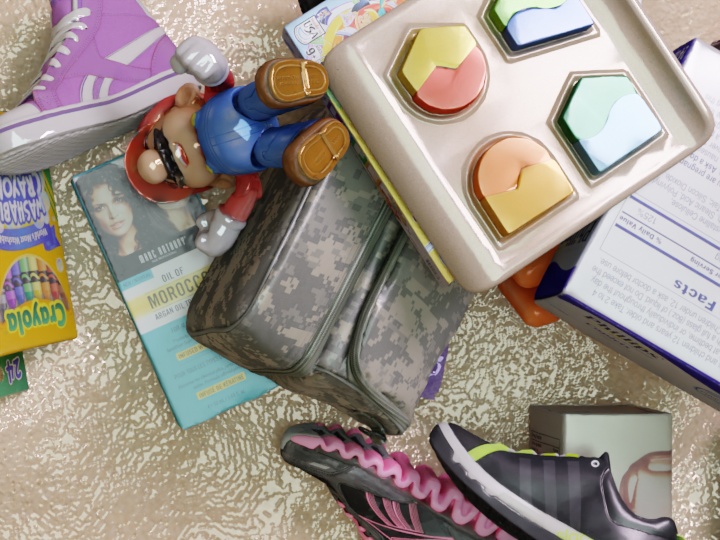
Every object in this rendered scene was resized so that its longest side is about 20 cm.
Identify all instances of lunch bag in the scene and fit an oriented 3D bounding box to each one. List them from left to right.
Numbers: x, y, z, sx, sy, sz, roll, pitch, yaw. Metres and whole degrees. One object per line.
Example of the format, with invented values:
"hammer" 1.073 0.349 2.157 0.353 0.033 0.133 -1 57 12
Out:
"lunch bag" 0.000 0.000 1.316 0.167 0.139 0.201 32 74 -20

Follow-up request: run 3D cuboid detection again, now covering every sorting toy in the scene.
"sorting toy" 0.103 -0.113 1.206 0.200 0.036 0.186 -33 89 -6

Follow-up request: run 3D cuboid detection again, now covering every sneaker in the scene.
"sneaker" -0.211 -0.141 1.316 0.200 0.073 0.115 -32 91 -52
"sneaker" 0.022 0.184 1.389 0.199 0.079 0.096 27 97 -7
"sneaker" 0.141 0.157 1.318 0.200 0.072 0.083 35 78 19

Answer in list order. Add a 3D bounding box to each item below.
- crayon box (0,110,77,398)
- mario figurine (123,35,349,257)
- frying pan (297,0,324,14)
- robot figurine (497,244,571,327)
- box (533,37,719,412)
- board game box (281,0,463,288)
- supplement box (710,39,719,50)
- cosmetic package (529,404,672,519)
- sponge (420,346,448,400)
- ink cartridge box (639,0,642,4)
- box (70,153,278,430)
"crayon box" -0.256 -0.010 1.310 0.051 0.126 0.201 -8 92 18
"mario figurine" -0.101 -0.081 1.255 0.106 0.200 0.124 16 75 -33
"frying pan" 0.009 -0.157 1.327 0.031 0.190 0.115 -36 118 -13
"robot figurine" 0.197 -0.028 1.392 0.199 0.117 0.144 -23 90 -9
"box" 0.247 -0.023 1.288 0.183 0.105 0.201 30 83 -6
"board game box" 0.057 -0.109 1.238 0.134 0.034 0.201 -33 88 -7
"supplement box" 0.335 -0.085 1.416 0.085 0.110 0.201 -8 91 -10
"cosmetic package" 0.178 0.202 1.394 0.087 0.103 0.201 0 91 -9
"sponge" 0.026 -0.013 1.407 0.111 0.030 0.201 14 88 -9
"ink cartridge box" 0.116 -0.202 1.351 0.144 0.145 0.201 2 80 -10
"box" -0.135 0.008 1.371 0.082 0.049 0.201 -24 94 -9
